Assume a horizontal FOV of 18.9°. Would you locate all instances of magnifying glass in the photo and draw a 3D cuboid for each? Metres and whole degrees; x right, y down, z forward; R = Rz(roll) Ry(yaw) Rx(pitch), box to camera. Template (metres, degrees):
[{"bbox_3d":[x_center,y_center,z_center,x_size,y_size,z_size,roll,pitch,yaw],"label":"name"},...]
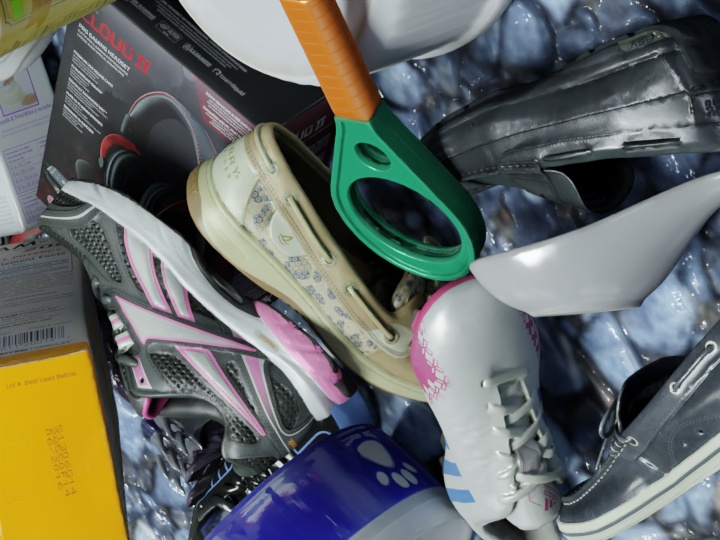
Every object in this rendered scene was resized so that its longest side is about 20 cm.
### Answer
[{"bbox_3d":[0.006,-0.064,1.023,0.079,0.022,0.200,13,150,33],"label":"magnifying glass"}]

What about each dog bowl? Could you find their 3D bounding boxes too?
[{"bbox_3d":[-0.031,0.185,1.227,0.079,0.200,0.201,43,141,18],"label":"dog bowl"}]

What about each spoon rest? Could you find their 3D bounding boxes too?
[{"bbox_3d":[0.142,-0.013,0.997,0.199,0.099,0.061,-5,88,35],"label":"spoon rest"}]

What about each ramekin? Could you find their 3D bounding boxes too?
[{"bbox_3d":[-0.022,-0.181,1.032,0.202,0.094,0.203,27,135,31],"label":"ramekin"}]

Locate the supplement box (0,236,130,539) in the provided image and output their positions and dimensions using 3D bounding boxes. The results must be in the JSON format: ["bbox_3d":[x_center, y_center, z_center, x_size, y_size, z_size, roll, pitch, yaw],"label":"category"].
[{"bbox_3d":[-0.180,0.071,1.224,0.200,0.073,0.127,-114,14,-70],"label":"supplement box"}]

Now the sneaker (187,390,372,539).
[{"bbox_3d":[-0.055,0.135,1.316,0.070,0.078,0.200,43,141,14],"label":"sneaker"}]

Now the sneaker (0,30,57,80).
[{"bbox_3d":[-0.188,-0.161,1.192,0.074,0.201,0.100,-4,134,-1],"label":"sneaker"}]

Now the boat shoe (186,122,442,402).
[{"bbox_3d":[0.000,0.000,1.123,0.200,0.074,0.063,36,124,-29],"label":"boat shoe"}]

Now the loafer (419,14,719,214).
[{"bbox_3d":[0.097,-0.058,1.011,0.200,0.068,0.071,-21,84,48],"label":"loafer"}]

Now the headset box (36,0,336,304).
[{"bbox_3d":[-0.095,-0.079,1.203,0.149,0.075,0.201,41,140,18],"label":"headset box"}]

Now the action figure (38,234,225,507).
[{"bbox_3d":[-0.150,0.054,1.370,0.200,0.069,0.130,48,147,15],"label":"action figure"}]

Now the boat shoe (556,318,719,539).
[{"bbox_3d":[0.152,0.076,1.051,0.062,0.074,0.200,54,144,10],"label":"boat shoe"}]

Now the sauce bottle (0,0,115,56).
[{"bbox_3d":[-0.144,-0.162,1.092,0.064,0.200,0.065,25,132,31],"label":"sauce bottle"}]

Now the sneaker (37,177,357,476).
[{"bbox_3d":[-0.103,0.031,1.139,0.200,0.086,0.080,36,172,22],"label":"sneaker"}]

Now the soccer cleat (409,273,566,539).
[{"bbox_3d":[0.076,0.080,1.112,0.086,0.070,0.200,55,167,35],"label":"soccer cleat"}]

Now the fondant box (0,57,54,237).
[{"bbox_3d":[-0.257,-0.117,1.346,0.144,0.058,0.201,-9,103,50],"label":"fondant box"}]

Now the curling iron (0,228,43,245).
[{"bbox_3d":[-0.218,-0.044,1.403,0.050,0.026,0.200,49,142,3],"label":"curling iron"}]
